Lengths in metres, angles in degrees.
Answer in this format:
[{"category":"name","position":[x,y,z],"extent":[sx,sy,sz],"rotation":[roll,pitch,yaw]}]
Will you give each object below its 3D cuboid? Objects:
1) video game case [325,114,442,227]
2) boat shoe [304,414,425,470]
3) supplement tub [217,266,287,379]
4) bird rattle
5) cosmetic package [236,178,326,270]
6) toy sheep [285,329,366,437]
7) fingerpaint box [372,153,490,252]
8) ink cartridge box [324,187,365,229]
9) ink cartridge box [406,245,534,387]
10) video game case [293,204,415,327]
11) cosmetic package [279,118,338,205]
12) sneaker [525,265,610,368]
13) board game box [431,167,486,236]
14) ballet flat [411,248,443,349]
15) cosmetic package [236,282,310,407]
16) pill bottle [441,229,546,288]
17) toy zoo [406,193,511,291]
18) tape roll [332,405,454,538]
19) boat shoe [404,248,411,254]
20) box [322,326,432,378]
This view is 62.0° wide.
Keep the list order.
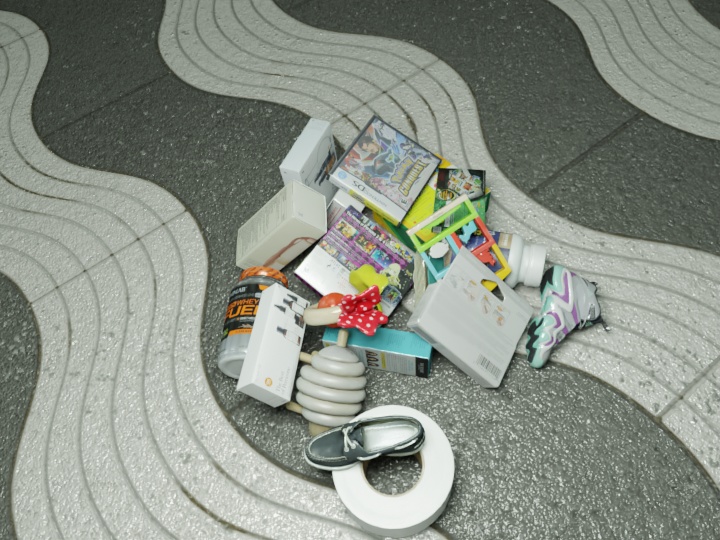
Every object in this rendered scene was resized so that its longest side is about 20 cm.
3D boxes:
[{"category":"video game case","position":[0.054,-0.214,1.267],"extent":[0.180,0.026,0.200],"rotation":[33,62,1]},{"category":"boat shoe","position":[0.004,0.270,0.964],"extent":[0.199,0.060,0.076],"rotation":[-12,55,-3]},{"category":"supplement tub","position":[-0.198,0.101,1.149],"extent":[0.122,0.123,0.201],"rotation":[-1,55,5]},{"category":"bird rattle","position":[-0.022,0.073,1.060],"extent":[0.162,0.113,0.200],"rotation":[-13,13,16]},{"category":"cosmetic package","position":[-0.163,-0.080,1.224],"extent":[0.200,0.087,0.104],"rotation":[-34,45,38]},{"category":"toy sheep","position":[-0.053,0.202,1.057],"extent":[0.137,0.138,0.201],"rotation":[10,94,13]},{"category":"fingerpaint box","position":[0.153,-0.141,1.306],"extent":[0.200,0.073,0.167],"rotation":[-39,61,-20]},{"category":"ink cartridge box","position":[-0.022,-0.153,1.300],"extent":[0.068,0.116,0.200],"rotation":[34,63,-5]},{"category":"ink cartridge box","position":[0.205,0.085,1.093],"extent":[0.200,0.045,0.176],"rotation":[40,66,-14]},{"category":"video game case","position":[0.000,0.000,1.185],"extent":[0.200,0.036,0.181],"rotation":[38,75,-1]},{"category":"cosmetic package","position":[-0.102,-0.201,1.297],"extent":[0.052,0.200,0.151],"rotation":[18,60,18]},{"category":"sneaker","position":[0.396,0.101,1.117],"extent":[0.139,0.078,0.201],"rotation":[20,80,-3]},{"category":"board game box","position":[0.202,-0.144,1.222],"extent":[0.104,0.024,0.200],"rotation":[7,44,7]},{"category":"ballet flat","position":[0.130,0.053,1.162],"extent":[0.067,0.062,0.201],"rotation":[5,89,-34]},{"category":"cosmetic package","position":[-0.148,0.128,1.050],"extent":[0.051,0.082,0.201],"rotation":[-31,39,41]},{"category":"pill bottle","position":[0.260,-0.024,1.191],"extent":[0.199,0.111,0.111],"rotation":[10,57,13]},{"category":"toy zoo","position":[0.191,-0.023,1.115],"extent":[0.131,0.020,0.200],"rotation":[-33,98,1]},{"category":"tape roll","position":[0.054,0.330,0.997],"extent":[0.202,0.071,0.203],"rotation":[-3,56,4]},{"category":"boat shoe","position":[0.009,0.002,1.238],"extent":[0.199,0.057,0.067],"rotation":[-18,74,-12]},{"category":"box","position":[0.034,0.145,1.118],"extent":[0.199,0.082,0.049],"rotation":[9,56,11]}]
